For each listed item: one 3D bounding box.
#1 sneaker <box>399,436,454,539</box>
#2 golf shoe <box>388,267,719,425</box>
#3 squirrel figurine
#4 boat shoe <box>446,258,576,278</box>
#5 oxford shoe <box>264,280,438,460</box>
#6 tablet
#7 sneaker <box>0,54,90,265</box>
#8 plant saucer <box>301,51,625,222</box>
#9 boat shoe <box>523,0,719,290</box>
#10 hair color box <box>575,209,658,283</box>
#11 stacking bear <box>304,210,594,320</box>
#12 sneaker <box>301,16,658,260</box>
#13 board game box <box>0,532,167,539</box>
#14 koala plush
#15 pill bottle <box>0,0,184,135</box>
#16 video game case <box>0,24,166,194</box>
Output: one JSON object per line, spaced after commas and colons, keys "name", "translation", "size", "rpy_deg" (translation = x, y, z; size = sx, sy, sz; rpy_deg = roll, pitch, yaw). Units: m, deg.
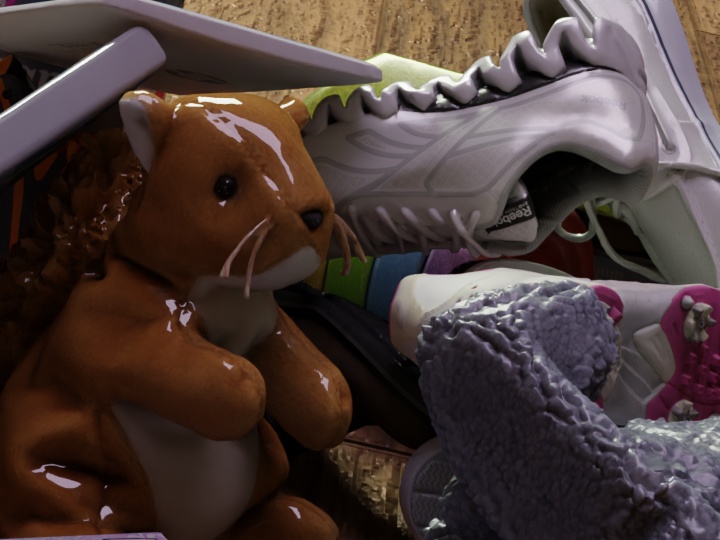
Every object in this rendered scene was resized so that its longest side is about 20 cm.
{"name": "sneaker", "translation": [0.105, 0.110, 1.186], "size": [0.199, 0.073, 0.071], "rpy_deg": [17, 8, -16]}
{"name": "golf shoe", "translation": [0.093, 0.030, 1.181], "size": [0.091, 0.076, 0.199], "rpy_deg": [18, 2, 41]}
{"name": "squirrel figurine", "translation": [-0.087, 0.009, 1.141], "size": [0.141, 0.188, 0.200], "rpy_deg": [-3, 24, -39]}
{"name": "boat shoe", "translation": [0.093, 0.049, 1.267], "size": [0.200, 0.076, 0.060], "rpy_deg": [39, -6, -37]}
{"name": "oxford shoe", "translation": [-0.018, 0.053, 1.235], "size": [0.073, 0.085, 0.200], "rpy_deg": [34, -6, -30]}
{"name": "tablet", "translation": [-0.089, -0.095, 1.233], "size": [0.129, 0.014, 0.200], "rpy_deg": [14, -4, -27]}
{"name": "sneaker", "translation": [-0.119, -0.052, 1.290], "size": [0.199, 0.113, 0.078], "rpy_deg": [-23, 10, -11]}
{"name": "plant saucer", "translation": [0.090, -0.064, 1.433], "size": [0.199, 0.048, 0.199], "rpy_deg": [17, 4, 23]}
{"name": "boat shoe", "translation": [0.119, -0.050, 1.272], "size": [0.086, 0.075, 0.203], "rpy_deg": [-6, 65, -28]}
{"name": "hair color box", "translation": [0.069, -0.004, 1.482], "size": [0.199, 0.061, 0.099], "rpy_deg": [11, 18, -8]}
{"name": "stacking bear", "translation": [0.000, 0.000, 1.360], "size": [0.199, 0.122, 0.114], "rpy_deg": [16, 16, 26]}
{"name": "sneaker", "translation": [0.032, -0.038, 1.205], "size": [0.199, 0.075, 0.081], "rpy_deg": [-21, 57, 8]}
{"name": "board game box", "translation": [-0.111, 0.152, 0.939], "size": [0.198, 0.044, 0.200], "rpy_deg": [2, 22, -34]}
{"name": "koala plush", "translation": [0.119, 0.110, 1.047], "size": [0.184, 0.178, 0.199], "rpy_deg": [38, 29, 29]}
{"name": "pill bottle", "translation": [-0.150, -0.098, 1.384], "size": [0.116, 0.201, 0.116], "rpy_deg": [11, 18, -4]}
{"name": "video game case", "translation": [-0.188, -0.013, 1.120], "size": [0.022, 0.182, 0.200], "rpy_deg": [54, 45, -3]}
